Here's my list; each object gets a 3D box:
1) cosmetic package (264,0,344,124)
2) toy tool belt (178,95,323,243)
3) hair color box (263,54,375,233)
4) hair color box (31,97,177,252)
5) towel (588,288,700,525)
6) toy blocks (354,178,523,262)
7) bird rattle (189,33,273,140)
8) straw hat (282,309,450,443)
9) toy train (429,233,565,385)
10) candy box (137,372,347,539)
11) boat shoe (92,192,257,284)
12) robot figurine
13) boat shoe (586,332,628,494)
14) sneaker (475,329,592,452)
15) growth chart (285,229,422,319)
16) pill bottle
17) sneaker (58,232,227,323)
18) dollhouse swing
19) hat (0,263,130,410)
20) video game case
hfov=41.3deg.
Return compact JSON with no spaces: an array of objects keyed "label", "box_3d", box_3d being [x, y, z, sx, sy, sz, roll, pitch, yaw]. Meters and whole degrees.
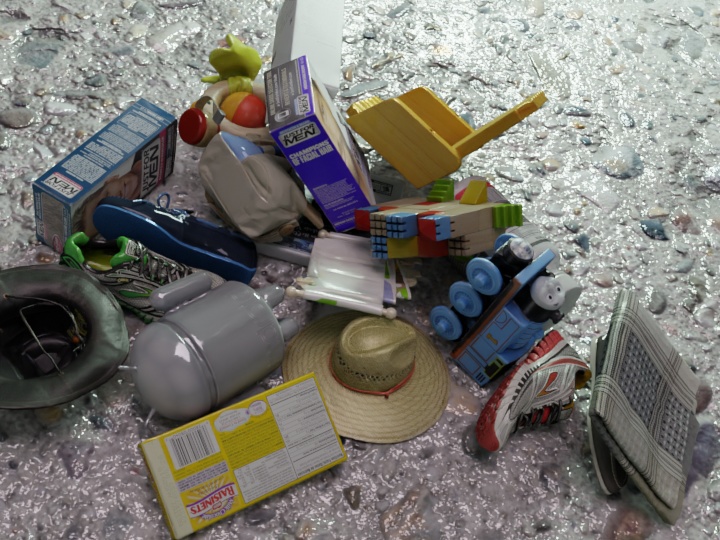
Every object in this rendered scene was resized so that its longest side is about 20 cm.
[{"label":"cosmetic package","box_3d":[-0.072,-0.286,1.261,0.074,0.102,0.200,16,51,-17]},{"label":"toy tool belt","box_3d":[-0.134,-0.123,1.200,0.123,0.125,0.200,2,43,-52]},{"label":"hair color box","box_3d":[-0.046,-0.151,1.175,0.065,0.200,0.109,-21,50,14]},{"label":"hair color box","box_3d":[-0.309,-0.115,1.171,0.060,0.100,0.200,30,50,11]},{"label":"towel","box_3d":[0.328,0.152,1.074,0.200,0.035,0.193,52,43,-25]},{"label":"toy blocks","box_3d":[0.070,-0.049,1.129,0.137,0.100,0.200,-15,16,-43]},{"label":"bird rattle","box_3d":[-0.143,-0.215,1.312,0.200,0.113,0.163,38,48,3]},{"label":"straw hat","box_3d":[0.016,0.094,1.083,0.201,0.085,0.201,7,48,-8]},{"label":"toy train","box_3d":[0.161,0.043,1.095,0.114,0.200,0.087,45,53,10]},{"label":"candy box","box_3d":[-0.117,0.186,0.983,0.200,0.026,0.102,-19,89,-28]},{"label":"boat shoe","box_3d":[-0.221,-0.039,1.149,0.200,0.084,0.069,27,43,-18]},{"label":"robot figurine","box_3d":[-0.162,0.085,1.027,0.200,0.113,0.170,-32,98,-34]},{"label":"boat shoe","box_3d":[0.298,0.156,1.097,0.057,0.067,0.200,-16,49,31]},{"label":"sneaker","box_3d":[0.203,0.144,1.090,0.082,0.078,0.200,41,48,14]},{"label":"growth chart","box_3d":[0.000,0.000,1.135,0.145,0.018,0.200,15,26,1]},{"label":"pill bottle","box_3d":[0.180,-0.017,1.205,0.111,0.111,0.200,-25,60,-31]},{"label":"sneaker","box_3d":[-0.247,0.010,1.090,0.200,0.085,0.078,10,48,-7]},{"label":"dollhouse swing","box_3d":[0.117,-0.218,1.260,0.182,0.176,0.200,43,23,2]},{"label":"hat","box_3d":[-0.348,0.085,1.006,0.200,0.081,0.201,13,46,-14]},{"label":"video game case","box_3d":[-0.052,-0.076,1.256,0.200,0.023,0.182,16,48,-2]}]
